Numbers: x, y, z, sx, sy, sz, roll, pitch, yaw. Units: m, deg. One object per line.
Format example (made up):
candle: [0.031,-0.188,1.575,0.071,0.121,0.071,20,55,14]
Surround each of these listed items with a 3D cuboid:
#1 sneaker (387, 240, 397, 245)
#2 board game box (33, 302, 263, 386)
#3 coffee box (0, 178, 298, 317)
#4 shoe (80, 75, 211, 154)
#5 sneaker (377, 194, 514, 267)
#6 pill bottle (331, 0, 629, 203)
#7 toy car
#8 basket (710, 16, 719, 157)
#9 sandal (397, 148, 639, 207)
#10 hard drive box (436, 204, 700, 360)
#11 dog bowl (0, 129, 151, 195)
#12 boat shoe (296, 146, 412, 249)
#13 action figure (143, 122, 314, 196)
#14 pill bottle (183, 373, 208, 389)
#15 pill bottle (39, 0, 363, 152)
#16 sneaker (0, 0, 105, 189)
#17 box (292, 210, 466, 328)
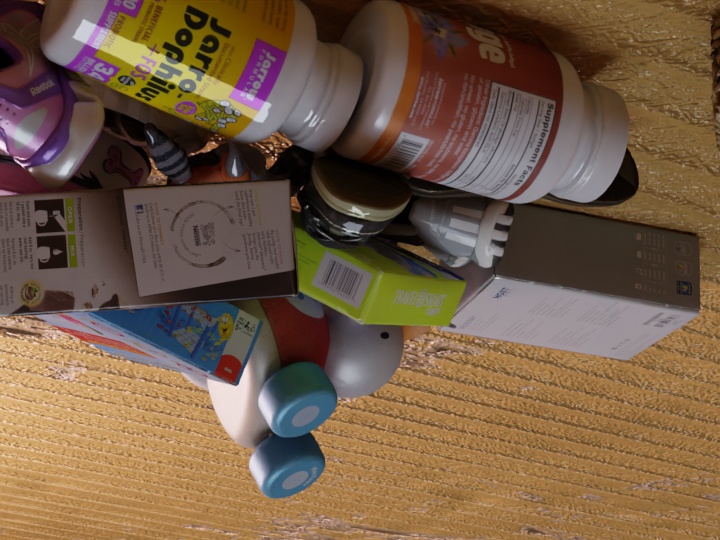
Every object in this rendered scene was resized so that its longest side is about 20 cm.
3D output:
sneaker: [0.005,-0.015,1.458,0.114,0.077,0.199,12,161,-24]
board game box: [-0.209,0.017,1.265,0.195,0.056,0.199,30,167,-35]
coffee box: [-0.149,-0.016,1.086,0.199,0.080,0.113,-4,-178,-13]
shoe: [-0.185,-0.123,1.234,0.070,0.054,0.200,-8,158,31]
sneaker: [0.050,-0.050,1.324,0.115,0.076,0.200,14,179,-8]
pill bottle: [0.083,-0.111,1.140,0.199,0.113,0.112,13,157,-24]
toy car: [-0.029,0.057,1.382,0.199,0.185,0.177,-18,146,-23]
basket: [0.333,-0.105,1.059,0.199,0.150,0.143,-10,155,34]
sandal: [0.114,-0.078,1.235,0.199,0.082,0.055,-4,162,-15]
hard drive box: [0.188,0.013,1.488,0.199,0.077,0.156,9,158,-15]
dog bowl: [-0.275,-0.073,1.329,0.199,0.074,0.200,9,163,3]
boat shoe: [-0.009,-0.046,1.139,0.071,0.066,0.201,17,-167,-9]
action figure: [-0.102,-0.079,1.255,0.105,0.200,0.193,47,-178,2]
pill bottle: [-0.119,0.061,1.569,0.103,0.105,0.200,3,178,4]
pill bottle: [-0.100,-0.148,1.060,0.199,0.105,0.104,22,153,-24]
sneaker: [-0.238,-0.135,1.074,0.088,0.200,0.081,25,108,-37]
box: [0.000,0.000,1.260,0.121,0.048,0.200,27,-172,22]
